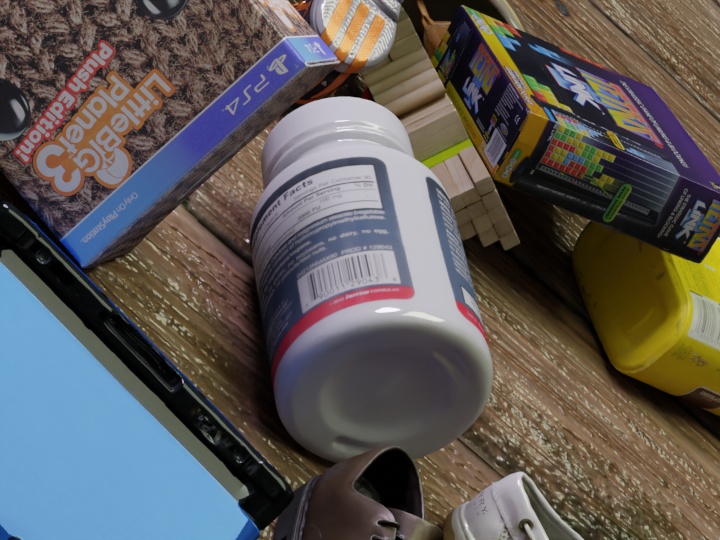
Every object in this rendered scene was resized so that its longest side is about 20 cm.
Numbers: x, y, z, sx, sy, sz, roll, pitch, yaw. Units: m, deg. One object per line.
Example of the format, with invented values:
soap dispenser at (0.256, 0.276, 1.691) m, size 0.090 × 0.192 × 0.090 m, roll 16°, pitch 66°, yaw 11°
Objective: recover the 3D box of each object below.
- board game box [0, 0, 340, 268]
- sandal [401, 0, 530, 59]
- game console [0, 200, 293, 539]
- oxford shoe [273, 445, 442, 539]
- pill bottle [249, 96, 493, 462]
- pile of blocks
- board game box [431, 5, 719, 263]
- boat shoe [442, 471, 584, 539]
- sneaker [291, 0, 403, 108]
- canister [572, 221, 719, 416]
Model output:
board game box at (-0.139, -0.130, 1.292) m, size 0.200 × 0.159 × 0.097 m, roll 49°, pitch 11°, yaw 2°
sandal at (0.085, -0.154, 1.800) m, size 0.200 × 0.080 × 0.054 m, roll 48°, pitch 47°, yaw -9°
game console at (-0.142, 0.076, 1.194) m, size 0.200 × 0.118 × 0.171 m, roll 46°, pitch -5°, yaw -5°
oxford shoe at (-0.001, 0.156, 1.226) m, size 0.073 × 0.084 × 0.200 m, roll 37°, pitch 30°, yaw -25°
pill bottle at (0.000, 0.000, 1.396) m, size 0.120 × 0.120 × 0.200 m, roll 30°, pitch 32°, yaw -32°
pile of blocks at (0.038, -0.086, 1.649) m, size 0.082 × 0.062 × 0.200 m, roll 62°, pitch 3°, yaw -57°
board game box at (0.148, -0.095, 1.691) m, size 0.165 × 0.057 × 0.200 m, roll 20°, pitch 21°, yaw -21°
boat shoe at (0.136, 0.194, 1.396) m, size 0.200 × 0.069 × 0.071 m, roll 44°, pitch 23°, yaw -12°
sneaker at (-0.010, -0.186, 1.622) m, size 0.078 × 0.112 × 0.200 m, roll 40°, pitch 52°, yaw -13°
canister at (0.254, 0.039, 1.768) m, size 0.200 × 0.087 × 0.149 m, roll 24°, pitch 35°, yaw -38°
